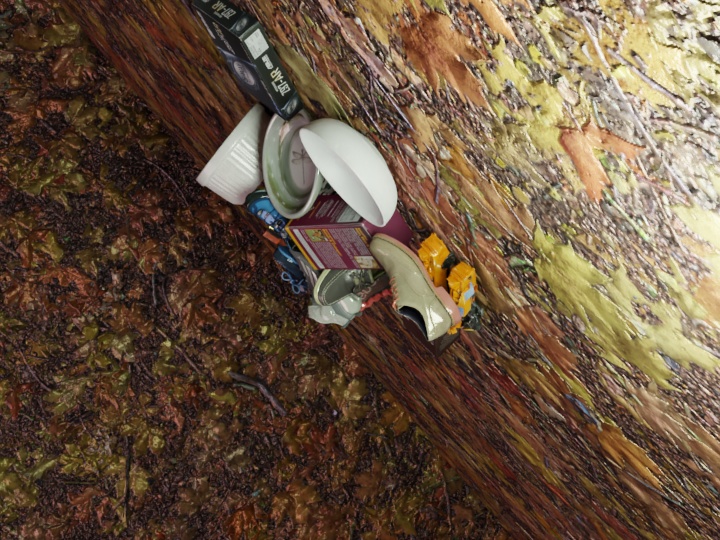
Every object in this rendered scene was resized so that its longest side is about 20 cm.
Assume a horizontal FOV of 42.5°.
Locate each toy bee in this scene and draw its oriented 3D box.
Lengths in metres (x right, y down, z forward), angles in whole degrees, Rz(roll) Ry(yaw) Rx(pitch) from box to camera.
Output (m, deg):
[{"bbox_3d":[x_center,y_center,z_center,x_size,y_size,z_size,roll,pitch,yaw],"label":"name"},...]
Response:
[{"bbox_3d":[-0.166,-0.144,1.931,0.130,0.109,0.201,22,-156,-36],"label":"toy bee"}]

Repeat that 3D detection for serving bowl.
[{"bbox_3d":[-0.007,-0.165,1.459,0.200,0.066,0.200,47,171,9],"label":"serving bowl"}]

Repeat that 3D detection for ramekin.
[{"bbox_3d":[-0.230,-0.226,1.864,0.105,0.201,0.200,39,172,-10],"label":"ramekin"}]

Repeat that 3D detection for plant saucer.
[{"bbox_3d":[-0.109,-0.194,1.655,0.199,0.050,0.204,8,100,55],"label":"plant saucer"}]

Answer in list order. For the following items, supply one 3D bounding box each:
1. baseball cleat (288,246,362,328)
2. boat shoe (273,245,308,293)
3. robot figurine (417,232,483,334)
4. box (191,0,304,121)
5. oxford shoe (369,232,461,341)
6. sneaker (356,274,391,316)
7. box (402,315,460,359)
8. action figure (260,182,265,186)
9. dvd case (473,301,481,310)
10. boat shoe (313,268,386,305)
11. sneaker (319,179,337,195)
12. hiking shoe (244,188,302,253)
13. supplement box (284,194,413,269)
[{"bbox_3d":[-0.088,0.031,1.798,0.200,0.107,0.070,43,-168,25],"label":"baseball cleat"},{"bbox_3d":[-0.109,0.023,1.903,0.199,0.069,0.084,37,-165,-33],"label":"boat shoe"},{"bbox_3d":[0.141,0.032,1.538,0.145,0.058,0.201,44,160,28],"label":"robot figurine"},{"bbox_3d":[-0.188,-0.362,1.561,0.160,0.043,0.201,41,169,36],"label":"box"},{"bbox_3d":[0.072,0.024,1.482,0.200,0.074,0.071,47,161,19],"label":"oxford shoe"},{"bbox_3d":[0.010,0.025,1.827,0.099,0.198,0.071,59,-164,-18],"label":"sneaker"},{"bbox_3d":[0.131,0.089,1.733,0.100,0.075,0.200,45,173,16],"label":"box"},{"bbox_3d":[-0.204,-0.240,2.088,0.199,0.135,0.148,39,132,-23],"label":"action figure"},{"bbox_3d":[0.155,0.039,1.691,0.143,0.018,0.200,48,172,5],"label":"dvd case"},{"bbox_3d":[0.001,0.000,1.722,0.066,0.200,0.072,25,143,44],"label":"boat shoe"},{"bbox_3d":[-0.059,-0.147,1.760,0.080,0.071,0.200,47,174,-25],"label":"sneaker"},{"bbox_3d":[-0.128,-0.085,1.742,0.198,0.087,0.075,25,132,-16],"label":"hiking shoe"},{"bbox_3d":[-0.022,-0.069,1.637,0.198,0.086,0.111,0,136,43],"label":"supplement box"}]
